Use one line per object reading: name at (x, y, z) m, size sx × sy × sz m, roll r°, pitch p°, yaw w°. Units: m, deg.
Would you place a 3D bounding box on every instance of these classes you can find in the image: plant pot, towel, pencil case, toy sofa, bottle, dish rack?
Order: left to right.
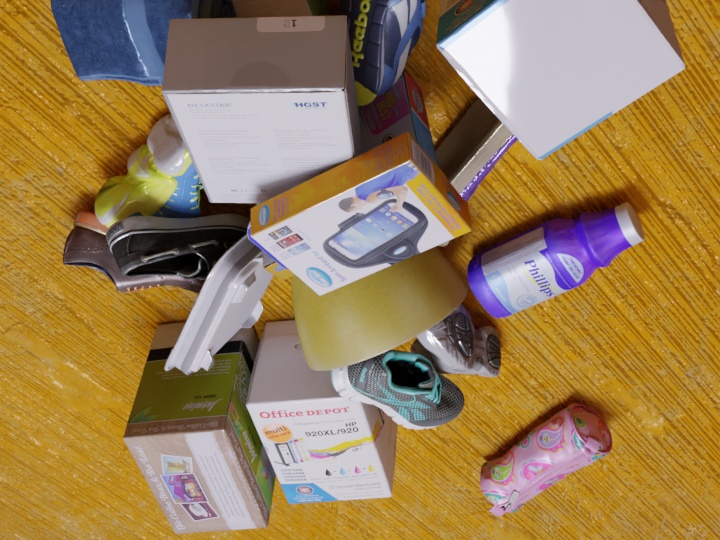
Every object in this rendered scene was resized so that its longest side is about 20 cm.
towel at (-0.206, -0.228, 0.967) m, size 0.199 × 0.049 × 0.112 m, roll 13°, pitch 139°, yaw 24°
dish rack at (-0.140, 0.029, 1.152) m, size 0.043 × 0.172 × 0.200 m, roll 36°, pitch 129°, yaw 6°
plant pot at (0.000, 0.000, 1.123) m, size 0.199 × 0.200 × 0.143 m, roll -22°, pitch 101°, yaw 23°
toy sofa at (0.124, -0.119, 1.041) m, size 0.097 × 0.083 × 0.200 m, roll 19°, pitch 132°, yaw -26°
pencil case at (0.250, 0.262, 1.379) m, size 0.087 × 0.088 × 0.200 m, roll 32°, pitch 126°, yaw -21°
bottle at (0.223, -0.015, 1.146) m, size 0.199 × 0.065 × 0.084 m, roll -25°, pitch 124°, yaw 25°

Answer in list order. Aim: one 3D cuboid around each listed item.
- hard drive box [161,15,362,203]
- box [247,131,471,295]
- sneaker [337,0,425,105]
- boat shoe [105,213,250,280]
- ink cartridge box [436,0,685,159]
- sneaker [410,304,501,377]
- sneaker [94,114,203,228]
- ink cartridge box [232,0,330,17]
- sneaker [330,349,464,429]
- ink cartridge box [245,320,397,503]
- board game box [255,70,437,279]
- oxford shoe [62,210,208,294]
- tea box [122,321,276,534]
hard drive box at (-0.080, -0.139, 0.919) m, size 0.155 × 0.077 × 0.200 m, roll 0°, pitch 157°, yaw 3°
box at (-0.009, -0.044, 0.951) m, size 0.199 × 0.042 × 0.119 m, roll -25°, pitch 137°, yaw 22°
sneaker at (0.024, -0.259, 0.953) m, size 0.074 × 0.082 × 0.201 m, roll 29°, pitch 119°, yaw 21°
boat shoe at (-0.190, -0.019, 1.126) m, size 0.199 × 0.064 × 0.071 m, roll -4°, pitch 152°, yaw -43°
ink cartridge box at (0.167, -0.234, 0.868) m, size 0.146 × 0.201 × 0.146 m, roll -32°, pitch 120°, yaw 30°
sneaker at (0.098, 0.093, 1.217) m, size 0.099 × 0.078 × 0.200 m, roll -9°, pitch 157°, yaw 26°
sneaker at (-0.202, -0.106, 1.121) m, size 0.200 × 0.076 × 0.105 m, roll -33°, pitch 141°, yaw 28°
ink cartridge box at (-0.077, -0.221, 0.998) m, size 0.103 × 0.059 × 0.201 m, roll -10°, pitch 129°, yaw 17°
sneaker at (0.062, 0.136, 1.169) m, size 0.199 × 0.078 × 0.091 m, roll 21°, pitch 155°, yaw -38°
ink cartridge box at (-0.043, 0.179, 1.294) m, size 0.146 × 0.145 × 0.201 m, roll -6°, pitch 130°, yaw 12°
board game box at (-0.018, -0.096, 1.042) m, size 0.199 × 0.154 × 0.040 m, roll -22°, pitch 151°, yaw 24°
oxford shoe at (-0.254, 0.001, 1.192) m, size 0.199 × 0.073 × 0.071 m, roll 22°, pitch 165°, yaw -6°
tea box at (-0.192, 0.200, 1.293) m, size 0.133 × 0.197 × 0.201 m, roll -6°, pitch 131°, yaw 11°
